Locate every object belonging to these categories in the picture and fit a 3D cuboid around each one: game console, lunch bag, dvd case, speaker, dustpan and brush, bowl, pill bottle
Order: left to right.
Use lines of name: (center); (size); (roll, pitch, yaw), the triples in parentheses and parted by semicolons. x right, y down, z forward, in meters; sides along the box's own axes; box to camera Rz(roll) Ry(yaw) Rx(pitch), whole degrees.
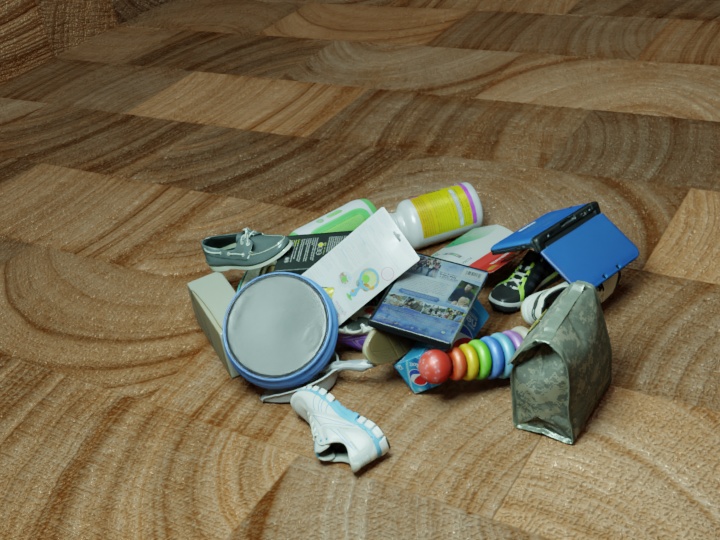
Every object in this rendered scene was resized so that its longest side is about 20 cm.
bowl: (-0.137, 0.097, 1.607); (0.200, 0.039, 0.202); (-3, 71, 9)
dustpan and brush: (-0.062, 0.169, 1.625); (0.199, 0.057, 0.140); (4, 35, 20)
speaker: (-0.057, -0.076, 1.987); (0.200, 0.089, 0.088); (-29, 37, -28)
dvd case: (0.115, 0.046, 1.586); (0.142, 0.018, 0.200); (15, 41, 18)
pill bottle: (0.143, -0.106, 1.963); (0.199, 0.105, 0.104); (-17, 33, -12)
lunch bag: (0.304, 0.131, 1.457); (0.117, 0.201, 0.164); (14, 40, 32)
game console: (0.364, -0.034, 1.708); (0.200, 0.119, 0.170); (-28, 10, -39)

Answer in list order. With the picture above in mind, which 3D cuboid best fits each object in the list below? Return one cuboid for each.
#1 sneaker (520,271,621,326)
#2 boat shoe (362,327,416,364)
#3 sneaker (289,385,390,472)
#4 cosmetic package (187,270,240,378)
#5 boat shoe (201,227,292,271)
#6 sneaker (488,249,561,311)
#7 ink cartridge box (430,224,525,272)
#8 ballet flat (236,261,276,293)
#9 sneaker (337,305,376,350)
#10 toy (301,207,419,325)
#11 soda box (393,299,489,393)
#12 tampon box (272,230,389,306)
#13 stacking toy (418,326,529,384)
sneaker: (0.380, 0.045, 1.666); (0.199, 0.076, 0.088); (-28, 2, -12)
boat shoe: (0.060, 0.091, 1.615); (0.065, 0.072, 0.200); (-16, 24, 48)
sneaker: (-0.053, 0.249, 1.492); (0.087, 0.075, 0.200); (-38, 41, -29)
cosmetic package: (-0.246, 0.096, 1.752); (0.073, 0.104, 0.200); (-22, 33, -18)
boat shoe: (-0.215, -0.044, 1.768); (0.199, 0.062, 0.073); (-8, 32, 36)
sneaker: (0.305, 0.000, 1.772); (0.072, 0.083, 0.200); (21, 43, 40)
ink cartridge box: (0.230, -0.039, 1.816); (0.161, 0.050, 0.200); (-31, 9, -30)
ballet flat: (-0.199, 0.017, 1.902); (0.062, 0.068, 0.200); (5, 34, 5)
sneaker: (0.037, 0.106, 1.692); (0.199, 0.084, 0.081); (9, 53, 1)
toy: (0.000, 0.000, 1.642); (0.200, 0.047, 0.115); (-38, 71, 12)
soda box: (0.140, 0.118, 1.626); (0.068, 0.064, 0.200); (-27, 15, 44)
tampon box: (-0.042, 0.021, 1.770); (0.199, 0.150, 0.126); (-3, 34, 10)
stacking toy: (0.186, 0.145, 1.534); (0.199, 0.086, 0.085); (-8, 29, -24)
